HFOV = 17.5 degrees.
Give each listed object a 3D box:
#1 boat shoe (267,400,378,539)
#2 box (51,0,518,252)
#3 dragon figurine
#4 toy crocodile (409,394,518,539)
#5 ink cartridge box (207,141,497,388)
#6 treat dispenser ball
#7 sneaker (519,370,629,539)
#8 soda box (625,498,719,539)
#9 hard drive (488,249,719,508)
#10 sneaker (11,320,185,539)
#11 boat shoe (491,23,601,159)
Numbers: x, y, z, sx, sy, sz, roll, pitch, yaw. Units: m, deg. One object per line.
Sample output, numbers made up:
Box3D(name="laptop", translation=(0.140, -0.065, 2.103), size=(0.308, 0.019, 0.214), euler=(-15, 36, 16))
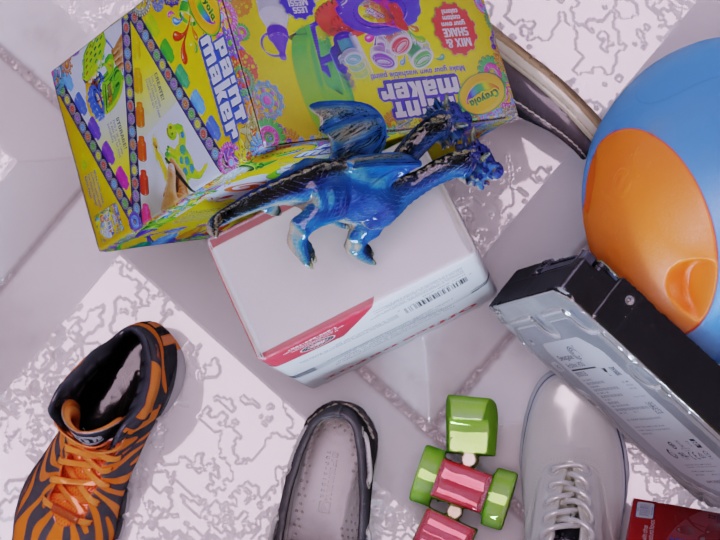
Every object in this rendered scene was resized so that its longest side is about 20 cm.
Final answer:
Box3D(name="boat shoe", translation=(-0.026, 0.184, 1.511), size=(0.073, 0.060, 0.202), euler=(12, 86, 6))
Box3D(name="box", translation=(-0.048, -0.107, 1.431), size=(0.199, 0.192, 0.123), euler=(-9, 79, -40))
Box3D(name="dragon figurine", translation=(-0.006, -0.056, 1.294), size=(0.100, 0.199, 0.059), euler=(-54, 55, 26))
Box3D(name="toy crocodile", translation=(0.052, 0.178, 1.503), size=(0.067, 0.062, 0.202), euler=(18, 88, 7))
Box3D(name="ink cartridge box", translation=(0.000, 0.000, 1.456), size=(0.143, 0.200, 0.084), euler=(-26, 79, 3))
Box3D(name="treat dispenser ball", translation=(0.235, -0.043, 1.432), size=(0.199, 0.201, 0.203), euler=(-1, 85, 6))
Box3D(name="sneaker", translation=(0.137, 0.161, 1.490), size=(0.072, 0.071, 0.202), euler=(-3, 83, 6))
Box3D(name="soda box", translation=(0.184, 0.218, 1.414), size=(0.063, 0.200, 0.071), euler=(10, 113, 7))
Box3D(name="hard drive", translation=(0.179, 0.071, 1.436), size=(0.200, 0.140, 0.038), euler=(43, 75, -8))
Box3D(name="sneaker", translation=(-0.183, 0.122, 1.507), size=(0.077, 0.112, 0.201), euler=(21, 87, 8))
Box3D(name="boat shoe", translation=(0.074, -0.129, 1.526), size=(0.200, 0.072, 0.065), euler=(39, 95, 12))
